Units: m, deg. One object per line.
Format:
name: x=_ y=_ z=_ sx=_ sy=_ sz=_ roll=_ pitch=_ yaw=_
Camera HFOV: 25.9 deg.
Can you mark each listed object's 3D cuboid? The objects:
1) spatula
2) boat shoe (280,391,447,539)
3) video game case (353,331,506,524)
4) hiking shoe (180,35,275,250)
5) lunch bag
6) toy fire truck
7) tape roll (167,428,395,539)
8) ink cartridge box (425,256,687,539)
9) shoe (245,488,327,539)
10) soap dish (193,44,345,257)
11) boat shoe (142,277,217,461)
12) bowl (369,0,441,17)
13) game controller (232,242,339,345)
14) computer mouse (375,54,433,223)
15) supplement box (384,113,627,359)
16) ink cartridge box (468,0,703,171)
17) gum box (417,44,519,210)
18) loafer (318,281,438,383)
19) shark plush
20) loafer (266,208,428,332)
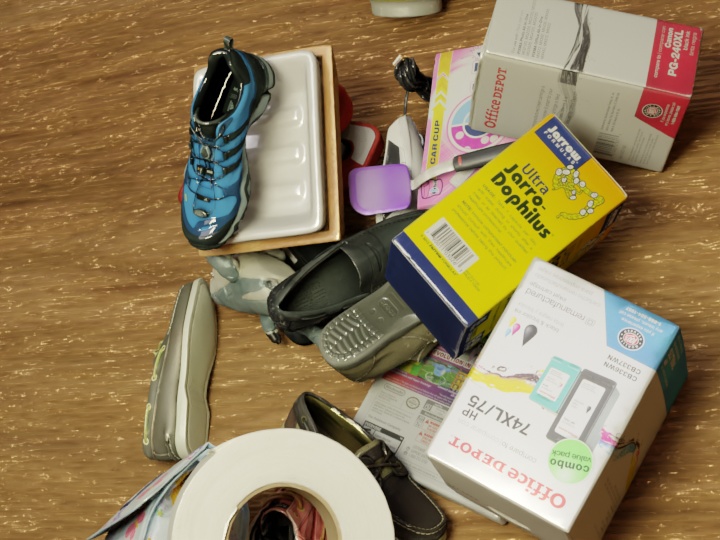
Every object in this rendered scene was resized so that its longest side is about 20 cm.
spatula: x=0.081 y=-0.099 z=1.568 sx=0.198 sy=0.021 sz=0.057 roll=-15 pitch=60 yaw=21
boat shoe: x=0.002 y=0.189 z=1.480 sx=0.199 sy=0.065 sz=0.073 roll=33 pitch=39 yaw=23
video game case: x=0.099 y=0.127 z=1.517 sx=0.199 sy=0.023 sz=0.183 roll=20 pitch=75 yaw=37
hiking shoe: x=-0.146 y=-0.122 z=1.526 sx=0.074 sy=0.087 sz=0.202 roll=10 pitch=87 yaw=23
lunch bag: x=-0.189 y=0.276 z=1.494 sx=0.169 sy=0.126 sz=0.202 roll=-36 pitch=37 yaw=58
toy fire truck: x=-0.081 y=-0.114 z=1.684 sx=0.198 sy=0.112 sz=0.169 roll=16 pitch=70 yaw=25
tape roll: x=-0.072 y=0.241 z=1.392 sx=0.200 sy=0.071 sz=0.205 roll=1 pitch=82 yaw=-10
ink cartridge box: x=0.176 y=0.126 z=1.377 sx=0.146 sy=0.146 sz=0.201 roll=26 pitch=78 yaw=22
shoe: x=-0.061 y=0.229 z=1.505 sx=0.071 sy=0.091 sz=0.202 roll=-16 pitch=57 yaw=21
soap dish: x=-0.090 y=-0.118 z=1.594 sx=0.156 sy=0.081 sz=0.202 roll=-6 pitch=79 yaw=21
boat shoe: x=-0.193 y=0.104 z=1.665 sx=0.060 sy=0.072 sz=0.204 roll=-7 pitch=64 yaw=21
bowl: x=0.050 y=-0.341 z=1.744 sx=0.198 sy=0.200 sz=0.109 roll=8 pitch=111 yaw=32
game controller: x=-0.078 y=-0.009 z=1.692 sx=0.105 sy=0.042 sz=0.200 roll=-52 pitch=49 yaw=13
computer mouse: x=0.056 y=-0.122 z=1.647 sx=0.043 sy=0.110 sz=0.202 roll=2 pitch=75 yaw=20
supplement box: x=0.133 y=-0.031 z=1.458 sx=0.199 sy=0.109 sz=0.110 roll=-38 pitch=77 yaw=-13
ink cartridge box: x=0.212 y=-0.182 z=1.503 sx=0.198 sy=0.146 sz=0.084 roll=13 pitch=66 yaw=4
gum box: x=0.131 y=-0.143 z=1.623 sx=0.112 sy=0.066 sz=0.202 roll=-6 pitch=61 yaw=26
loafer: x=0.051 y=0.044 z=1.537 sx=0.199 sy=0.070 sz=0.075 roll=-28 pitch=53 yaw=-7
shark plush: x=-0.083 y=0.036 z=1.633 sx=0.199 sy=0.091 sz=0.084 roll=27 pitch=118 yaw=27
loafer: x=0.000 y=0.000 z=1.543 sx=0.199 sy=0.070 sz=0.069 roll=-28 pitch=88 yaw=-8
